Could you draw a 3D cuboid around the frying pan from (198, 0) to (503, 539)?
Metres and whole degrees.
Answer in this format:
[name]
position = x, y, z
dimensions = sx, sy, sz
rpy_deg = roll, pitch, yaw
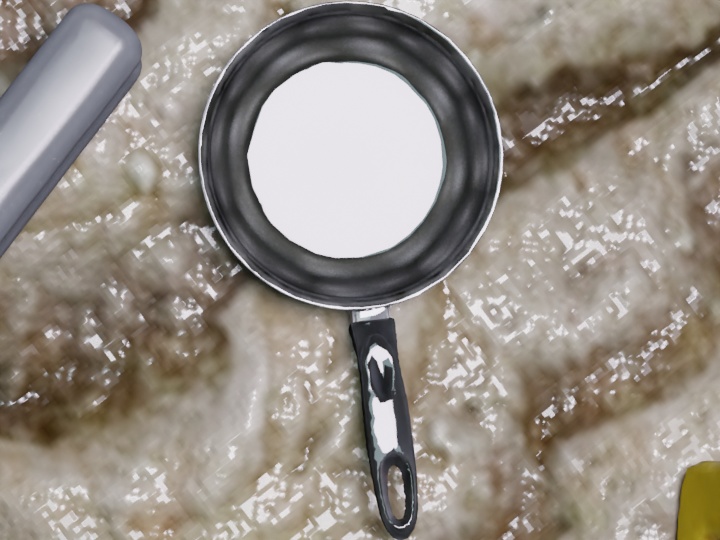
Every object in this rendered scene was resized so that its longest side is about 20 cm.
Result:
[frying pan]
position = 0.014, -0.010, 0.840
dimensions = 0.115, 0.031, 0.190
rpy_deg = -29, 93, -8

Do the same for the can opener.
[can opener]
position = -0.156, -0.018, 0.809
dimensions = 0.066, 0.053, 0.200
rpy_deg = 41, 82, -2

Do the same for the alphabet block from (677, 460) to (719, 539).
[alphabet block]
position = 0.222, 0.170, 0.773
dimensions = 0.199, 0.195, 0.197
rpy_deg = 6, 83, -6
